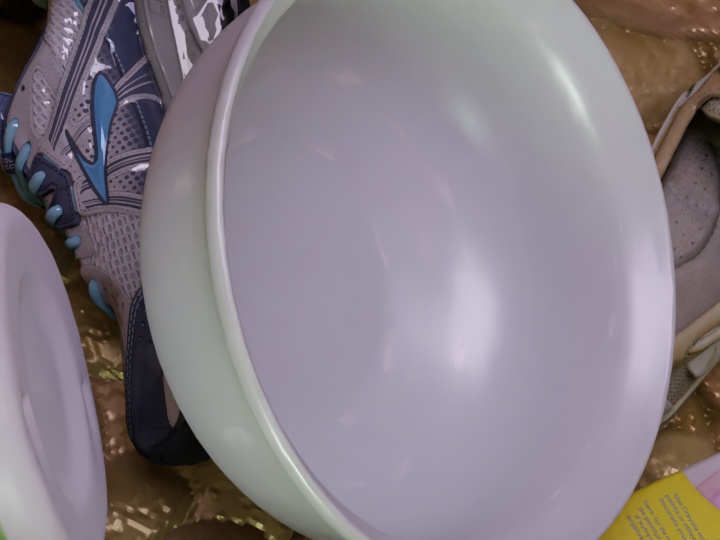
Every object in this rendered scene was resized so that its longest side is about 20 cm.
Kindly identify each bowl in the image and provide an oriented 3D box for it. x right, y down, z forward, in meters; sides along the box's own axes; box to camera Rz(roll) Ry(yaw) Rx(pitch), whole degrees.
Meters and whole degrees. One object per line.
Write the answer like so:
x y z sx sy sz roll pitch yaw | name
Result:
0.000 0.000 0.904 0.201 0.090 0.202 12 73 -45 | bowl

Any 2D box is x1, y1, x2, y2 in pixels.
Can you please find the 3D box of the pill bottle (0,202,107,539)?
-0.181 0.054 0.857 0.199 0.111 0.112 -12 64 6 | pill bottle

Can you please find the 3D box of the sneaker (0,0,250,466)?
-0.078 -0.028 0.986 0.086 0.078 0.201 -7 66 8 | sneaker

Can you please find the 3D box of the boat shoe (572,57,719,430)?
0.125 -0.023 1.028 0.073 0.063 0.201 39 61 7 | boat shoe

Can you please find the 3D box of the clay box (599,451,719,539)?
0.136 0.114 0.968 0.199 0.048 0.115 -21 71 -24 | clay box
